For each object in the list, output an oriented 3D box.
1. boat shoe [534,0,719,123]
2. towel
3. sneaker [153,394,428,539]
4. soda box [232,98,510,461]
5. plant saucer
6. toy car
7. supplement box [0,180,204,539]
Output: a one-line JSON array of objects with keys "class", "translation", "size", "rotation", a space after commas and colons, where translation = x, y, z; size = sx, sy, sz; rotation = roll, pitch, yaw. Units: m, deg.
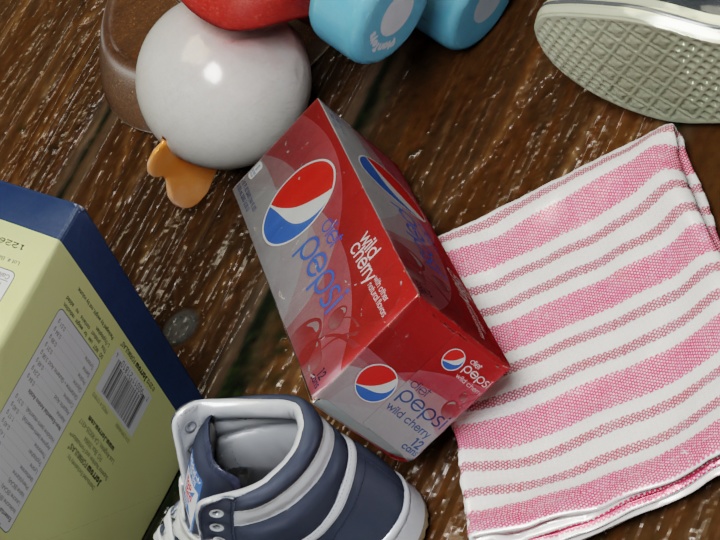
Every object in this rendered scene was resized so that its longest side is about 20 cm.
[{"class": "boat shoe", "translation": [0.176, -0.112, 0.890], "size": [0.199, 0.075, 0.062], "rotation": [4, 53, 33]}, {"class": "towel", "translation": [0.099, 0.027, 0.859], "size": [0.146, 0.030, 0.201], "rotation": [-26, 44, 16]}, {"class": "sneaker", "translation": [-0.077, 0.131, 0.842], "size": [0.200, 0.109, 0.070], "rotation": [-36, 41, 6]}, {"class": "soda box", "translation": [0.000, 0.000, 0.900], "size": [0.070, 0.063, 0.200], "rotation": [-45, 31, 13]}, {"class": "plant saucer", "translation": [-0.083, -0.172, 1.161], "size": [0.199, 0.035, 0.201], "rotation": [-20, 45, 21]}, {"class": "toy car", "translation": [-0.053, -0.126, 1.035], "size": [0.184, 0.177, 0.201], "rotation": [37, 117, 22]}, {"class": "supplement box", "translation": [-0.195, 0.085, 0.882], "size": [0.134, 0.200, 0.201], "rotation": [17, 65, 24]}]
